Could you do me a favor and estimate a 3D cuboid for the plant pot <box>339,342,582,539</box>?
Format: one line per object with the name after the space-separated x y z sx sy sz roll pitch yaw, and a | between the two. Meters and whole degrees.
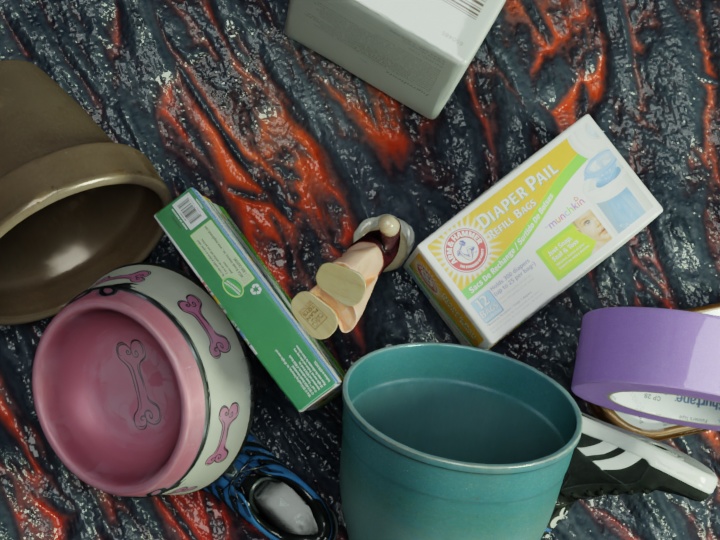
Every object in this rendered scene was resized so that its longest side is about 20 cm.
0.070 0.190 1.646 0.198 0.200 0.189 7 115 -5 | plant pot

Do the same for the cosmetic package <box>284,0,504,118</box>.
0.045 -0.261 1.722 0.164 0.200 0.166 30 79 -1 | cosmetic package

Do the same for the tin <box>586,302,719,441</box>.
0.299 0.088 1.779 0.198 0.042 0.113 -11 77 -8 | tin

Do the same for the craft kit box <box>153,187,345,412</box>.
-0.086 0.028 1.666 0.048 0.198 0.201 -37 85 3 | craft kit box

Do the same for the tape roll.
0.279 0.086 1.657 0.198 0.200 0.066 11 78 -4 | tape roll

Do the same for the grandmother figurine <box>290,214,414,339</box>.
0.000 0.000 1.697 0.121 0.200 0.061 -39 92 26 | grandmother figurine

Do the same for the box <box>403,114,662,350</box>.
0.149 -0.028 1.750 0.200 0.101 0.113 -38 86 -11 | box

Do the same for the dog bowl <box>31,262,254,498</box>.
-0.189 0.098 1.650 0.199 0.074 0.202 7 104 31 | dog bowl

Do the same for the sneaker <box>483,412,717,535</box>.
0.202 0.188 1.721 0.199 0.073 0.113 22 94 21 | sneaker

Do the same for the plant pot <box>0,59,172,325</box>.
-0.284 -0.081 1.685 0.199 0.201 0.175 -27 67 -10 | plant pot

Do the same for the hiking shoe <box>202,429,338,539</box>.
-0.099 0.171 1.697 0.199 0.087 0.075 34 78 1 | hiking shoe
